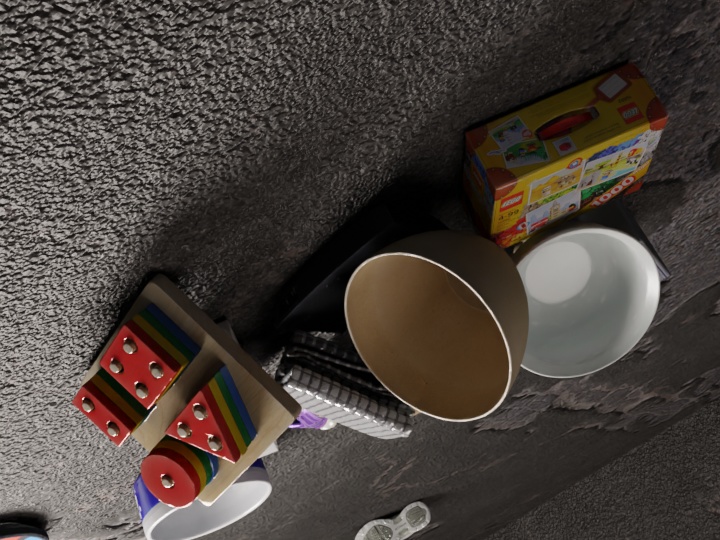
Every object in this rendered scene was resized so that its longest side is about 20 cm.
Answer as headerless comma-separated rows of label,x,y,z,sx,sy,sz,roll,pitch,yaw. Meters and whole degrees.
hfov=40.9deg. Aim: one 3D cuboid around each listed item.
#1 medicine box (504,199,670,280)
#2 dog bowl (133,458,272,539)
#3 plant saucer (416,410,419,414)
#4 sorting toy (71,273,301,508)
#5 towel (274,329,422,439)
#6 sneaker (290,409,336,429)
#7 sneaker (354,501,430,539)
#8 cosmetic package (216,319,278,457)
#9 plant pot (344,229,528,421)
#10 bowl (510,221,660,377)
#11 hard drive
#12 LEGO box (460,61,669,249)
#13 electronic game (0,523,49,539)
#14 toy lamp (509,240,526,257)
medicine box,0.299,-0.005,1.304,0.181,0.104,0.199,-34,154,17
dog bowl,-0.237,0.329,1.451,0.197,0.080,0.201,-22,154,-11
plant saucer,0.077,0.155,1.342,0.198,0.036,0.200,-28,-168,6
sorting toy,-0.193,0.143,0.993,0.200,0.199,0.070,-47,180,37
towel,-0.020,0.132,1.154,0.163,0.087,0.200,22,166,-4
sneaker,-0.063,0.176,1.334,0.082,0.082,0.201,-8,150,-22
sneaker,0.077,0.633,2.334,0.197,0.079,0.100,-19,157,-14
cosmetic package,-0.162,0.155,1.161,0.084,0.109,0.201,-19,153,-4
plant pot,0.101,0.038,1.026,0.134,0.200,0.201,-41,170,-42
bowl,0.244,0.020,1.146,0.197,0.091,0.204,-5,119,-8
hard drive,0.000,0.000,1.098,0.200,0.043,0.134,-42,151,29
LEGO box,0.212,-0.117,1.040,0.197,0.078,0.149,-23,155,-7
electronic game,-0.539,0.413,1.364,0.197,0.042,0.201,-21,154,-11
toy lamp,0.179,0.018,1.215,0.058,0.058,0.202,6,121,-49
